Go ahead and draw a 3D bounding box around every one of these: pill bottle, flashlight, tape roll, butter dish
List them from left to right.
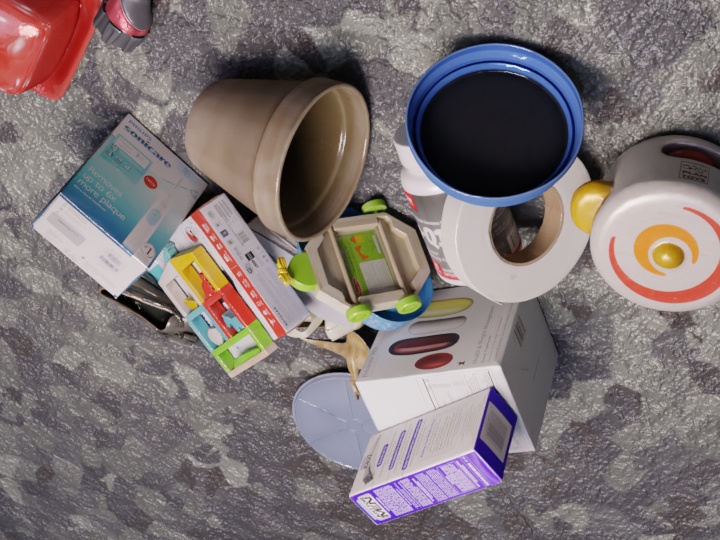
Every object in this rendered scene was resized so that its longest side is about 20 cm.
[{"bbox_3d":[-0.453,-0.301,1.522,0.199,0.148,0.200,34,131,-6],"label":"butter dish"},{"bbox_3d":[-0.245,-0.349,1.465,0.200,0.068,0.068,-41,67,34],"label":"flashlight"},{"bbox_3d":[0.116,-0.092,1.494,0.114,0.114,0.200,-9,123,26],"label":"pill bottle"},{"bbox_3d":[0.188,-0.060,1.455,0.037,0.203,0.203,34,152,56],"label":"tape roll"}]

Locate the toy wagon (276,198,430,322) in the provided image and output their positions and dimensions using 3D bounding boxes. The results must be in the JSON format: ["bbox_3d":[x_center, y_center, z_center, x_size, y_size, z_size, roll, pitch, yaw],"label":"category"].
[{"bbox_3d":[-0.014,-0.009,1.550,0.200,0.155,0.040,-10,155,-21],"label":"toy wagon"}]

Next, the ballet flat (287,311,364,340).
[{"bbox_3d":[-0.058,0.063,1.706,0.200,0.072,0.068,0,135,20],"label":"ballet flat"}]

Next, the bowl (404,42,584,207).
[{"bbox_3d":[0.151,-0.162,1.383,0.200,0.201,0.039,14,159,10],"label":"bowl"}]

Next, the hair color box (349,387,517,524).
[{"bbox_3d":[0.089,0.230,1.505,0.200,0.109,0.065,-25,116,34],"label":"hair color box"}]

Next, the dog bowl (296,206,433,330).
[{"bbox_3d":[0.000,0.000,1.604,0.200,0.111,0.050,39,146,5],"label":"dog bowl"}]

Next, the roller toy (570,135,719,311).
[{"bbox_3d":[0.360,-0.052,1.417,0.182,0.140,0.200,-24,114,33],"label":"roller toy"}]

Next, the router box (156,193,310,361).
[{"bbox_3d":[-0.180,0.015,1.659,0.200,0.049,0.179,54,145,-4],"label":"router box"}]

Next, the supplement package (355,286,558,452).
[{"bbox_3d":[0.132,0.130,1.610,0.200,0.191,0.147,-10,121,26],"label":"supplement package"}]

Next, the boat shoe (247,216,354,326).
[{"bbox_3d":[-0.077,-0.003,1.658,0.200,0.066,0.072,32,143,8],"label":"boat shoe"}]

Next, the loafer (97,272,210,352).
[{"bbox_3d":[-0.284,0.063,1.731,0.200,0.063,0.072,35,128,-9],"label":"loafer"}]

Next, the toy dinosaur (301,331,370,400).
[{"bbox_3d":[0.000,0.127,1.732,0.200,0.058,0.101,9,129,57],"label":"toy dinosaur"}]

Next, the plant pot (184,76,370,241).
[{"bbox_3d":[-0.111,-0.156,1.500,0.173,0.200,0.200,22,133,26],"label":"plant pot"}]

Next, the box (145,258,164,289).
[{"bbox_3d":[-0.320,-0.022,1.753,0.200,0.049,0.082,42,129,-15],"label":"box"}]

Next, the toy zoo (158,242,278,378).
[{"bbox_3d":[-0.204,0.046,1.652,0.200,0.020,0.131,53,145,-3],"label":"toy zoo"}]

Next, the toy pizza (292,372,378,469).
[{"bbox_3d":[-0.005,0.223,1.839,0.200,0.032,0.200,10,130,13],"label":"toy pizza"}]

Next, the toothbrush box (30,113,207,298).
[{"bbox_3d":[-0.310,-0.087,1.601,0.146,0.200,0.085,43,128,-13],"label":"toothbrush box"}]
